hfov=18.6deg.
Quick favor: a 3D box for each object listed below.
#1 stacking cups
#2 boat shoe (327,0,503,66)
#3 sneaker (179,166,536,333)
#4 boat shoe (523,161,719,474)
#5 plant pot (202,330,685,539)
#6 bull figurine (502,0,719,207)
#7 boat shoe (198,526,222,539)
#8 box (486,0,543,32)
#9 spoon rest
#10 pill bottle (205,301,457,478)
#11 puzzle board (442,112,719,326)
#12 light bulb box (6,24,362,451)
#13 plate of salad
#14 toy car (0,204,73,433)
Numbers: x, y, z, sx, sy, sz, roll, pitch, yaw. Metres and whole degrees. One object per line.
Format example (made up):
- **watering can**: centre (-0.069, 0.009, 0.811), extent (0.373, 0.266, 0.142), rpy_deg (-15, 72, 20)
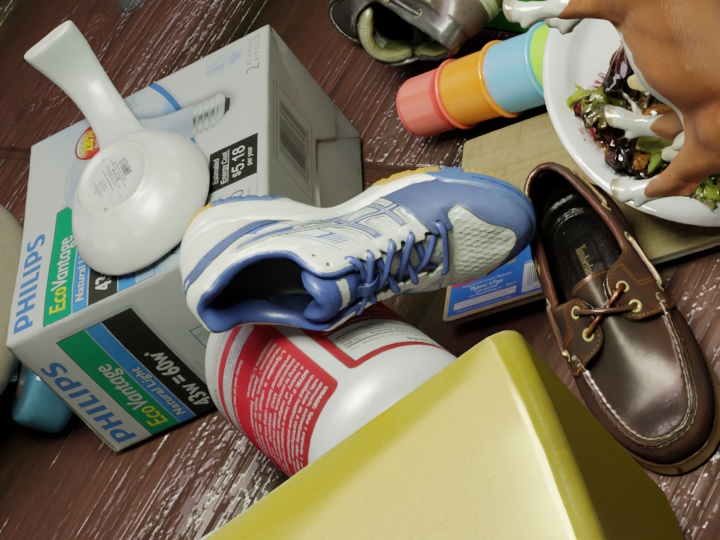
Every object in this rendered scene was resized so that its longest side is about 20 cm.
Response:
- **stacking cups**: centre (0.107, -0.129, 1.384), extent (0.200, 0.060, 0.061), rpy_deg (-12, 45, 44)
- **boat shoe**: centre (0.022, -0.173, 1.484), extent (0.065, 0.073, 0.200), rpy_deg (-51, 19, -16)
- **sneaker**: centre (0.000, 0.000, 1.209), extent (0.199, 0.075, 0.088), rpy_deg (-10, 32, 4)
- **boat shoe**: centre (0.134, 0.022, 1.202), extent (0.070, 0.070, 0.200), rpy_deg (-32, 46, 8)
- **plant pot**: centre (0.065, 0.186, 1.023), extent (0.200, 0.200, 0.177), rpy_deg (-36, 48, 8)
- **bull figurine**: centre (0.154, -0.130, 1.153), extent (0.121, 0.200, 0.065), rpy_deg (-23, 12, 34)
- **boat shoe**: centre (-0.117, 0.228, 1.233), extent (0.202, 0.072, 0.060), rpy_deg (-44, 32, -9)
- **box**: centre (0.152, -0.247, 1.449), extent (0.200, 0.097, 0.177), rpy_deg (17, 68, 50)
- **spoon rest**: centre (-0.153, -0.074, 1.386), extent (0.099, 0.061, 0.200), rpy_deg (-36, 50, 9)
- **pill bottle**: centre (0.002, 0.080, 1.241), extent (0.112, 0.112, 0.200), rpy_deg (-46, 37, -6)
- **puzzle board**: centre (0.144, -0.048, 1.322), extent (0.200, 0.017, 0.151), rpy_deg (-19, 43, 29)
- **light bulb box**: centre (-0.110, -0.021, 1.432), extent (0.200, 0.125, 0.199), rpy_deg (-25, 40, 20)
- **plate of salad**: centre (0.203, -0.119, 1.248), extent (0.199, 0.048, 0.201), rpy_deg (-2, 65, 5)
- **toy car**: centre (-0.309, 0.058, 1.531), extent (0.200, 0.184, 0.177), rpy_deg (-49, 32, 46)
